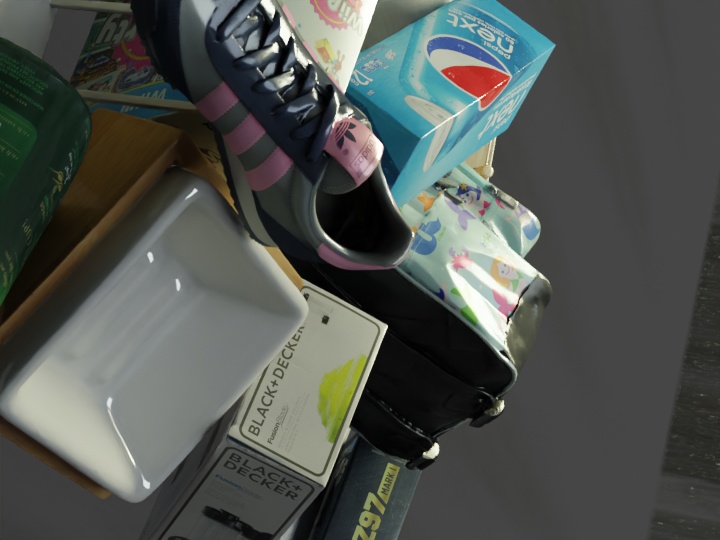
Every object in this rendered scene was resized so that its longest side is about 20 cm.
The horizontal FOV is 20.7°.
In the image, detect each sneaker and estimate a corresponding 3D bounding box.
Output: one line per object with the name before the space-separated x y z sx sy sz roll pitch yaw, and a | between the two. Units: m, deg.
sneaker | -0.030 -0.075 0.846 0.070 0.082 0.200 -54 142 -21

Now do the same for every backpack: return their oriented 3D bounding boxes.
backpack | 0.000 0.000 1.187 0.177 0.199 0.151 -39 -156 51

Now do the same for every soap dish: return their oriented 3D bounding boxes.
soap dish | -0.118 0.020 0.958 0.157 0.081 0.200 -48 156 -6

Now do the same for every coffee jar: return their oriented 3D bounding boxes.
coffee jar | -0.187 0.003 0.793 0.104 0.085 0.201 -51 -167 51

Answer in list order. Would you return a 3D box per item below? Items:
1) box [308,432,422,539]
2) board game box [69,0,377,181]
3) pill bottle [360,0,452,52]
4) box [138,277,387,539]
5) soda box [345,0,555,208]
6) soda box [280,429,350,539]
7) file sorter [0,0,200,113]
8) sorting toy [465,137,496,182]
box | -0.017 0.197 1.326 0.200 0.051 0.159 121 -10 -75
board game box | -0.063 -0.141 1.010 0.064 0.147 0.201 38 57 -38
pill bottle | -0.005 -0.239 1.166 0.110 0.109 0.201 -55 137 -53
box | -0.063 0.106 1.122 0.200 0.060 0.117 -54 -170 51
soda box | 0.037 -0.095 1.113 0.068 0.064 0.200 -59 169 32
soda box | -0.047 0.098 1.299 0.064 0.068 0.201 80 26 -50
file sorter | -0.111 -0.188 0.900 0.139 0.124 0.201 54 48 -64
sorting toy | 0.056 -0.087 1.373 0.180 0.106 0.202 138 -37 -80
